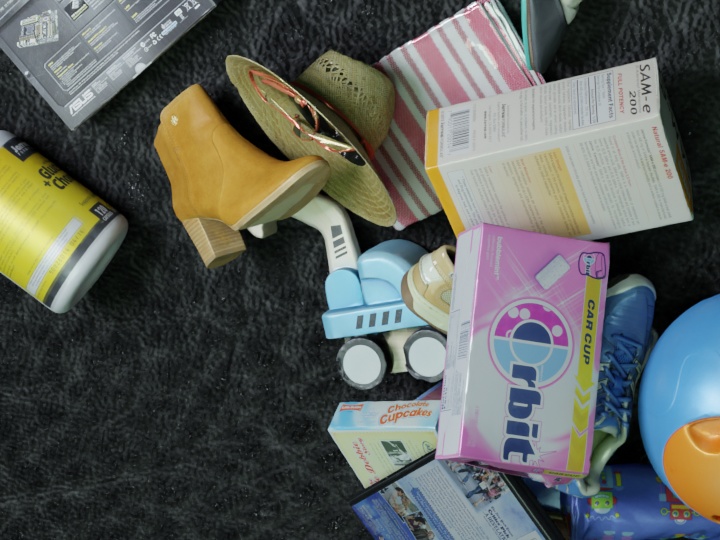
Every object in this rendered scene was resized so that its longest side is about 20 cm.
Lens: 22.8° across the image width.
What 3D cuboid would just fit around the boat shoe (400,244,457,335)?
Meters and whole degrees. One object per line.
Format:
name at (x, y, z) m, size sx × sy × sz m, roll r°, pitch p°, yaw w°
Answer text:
boat shoe at (0.133, 0.040, 1.528) m, size 0.199 × 0.072 × 0.076 m, roll 26°, pitch 131°, yaw -23°

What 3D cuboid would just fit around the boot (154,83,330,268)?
boot at (-0.114, -0.102, 1.560) m, size 0.201 × 0.070 × 0.145 m, roll -35°, pitch 75°, yaw 48°

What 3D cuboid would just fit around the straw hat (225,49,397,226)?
straw hat at (-0.015, -0.137, 1.510) m, size 0.201 × 0.201 × 0.085 m, roll 43°, pitch 77°, yaw -4°

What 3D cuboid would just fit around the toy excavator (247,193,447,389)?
toy excavator at (0.000, 0.000, 1.609) m, size 0.193 × 0.100 × 0.202 m, roll -8°, pitch 97°, yaw 22°

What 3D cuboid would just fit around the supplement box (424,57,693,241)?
supplement box at (0.166, -0.088, 1.483) m, size 0.198 × 0.074 × 0.126 m, roll -11°, pitch 135°, yaw 16°

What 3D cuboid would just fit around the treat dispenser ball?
treat dispenser ball at (0.330, 0.115, 1.480) m, size 0.199 × 0.201 × 0.202 m, roll 7°, pitch 115°, yaw 15°

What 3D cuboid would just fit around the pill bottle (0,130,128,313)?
pill bottle at (-0.324, -0.059, 1.662) m, size 0.199 × 0.112 × 0.112 m, roll 36°, pitch 119°, yaw -1°

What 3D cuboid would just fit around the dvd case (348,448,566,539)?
dvd case at (0.086, 0.227, 1.577) m, size 0.143 × 0.018 × 0.200 m, roll 54°, pitch 138°, yaw 1°

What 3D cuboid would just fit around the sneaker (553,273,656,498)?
sneaker at (0.209, 0.100, 1.513) m, size 0.075 × 0.077 × 0.201 m, roll 12°, pitch 104°, yaw -29°

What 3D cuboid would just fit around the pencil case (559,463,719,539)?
pencil case at (0.275, 0.208, 1.587) m, size 0.198 × 0.087 × 0.079 m, roll 0°, pitch 75°, yaw -2°

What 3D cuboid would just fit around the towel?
towel at (0.071, -0.134, 1.553) m, size 0.199 × 0.030 × 0.147 m, roll -27°, pitch 104°, yaw 27°

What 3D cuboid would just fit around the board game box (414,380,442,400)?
board game box at (0.102, 0.185, 1.675) m, size 0.200 × 0.039 × 0.158 m, roll -37°, pitch 98°, yaw 27°

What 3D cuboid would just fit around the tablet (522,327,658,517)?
tablet at (0.169, 0.113, 1.613) m, size 0.129 × 0.014 × 0.201 m, roll 27°, pitch 104°, yaw 2°

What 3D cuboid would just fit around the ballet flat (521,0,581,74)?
ballet flat at (0.154, -0.259, 1.447) m, size 0.072 × 0.073 × 0.202 m, roll -5°, pitch 108°, yaw 19°

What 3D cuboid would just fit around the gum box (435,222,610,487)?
gum box at (0.131, 0.071, 1.453) m, size 0.113 × 0.066 × 0.202 m, roll 9°, pitch 80°, yaw -14°

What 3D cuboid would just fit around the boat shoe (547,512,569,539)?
boat shoe at (0.220, 0.294, 1.643) m, size 0.200 × 0.068 × 0.072 m, roll 39°, pitch 121°, yaw -22°

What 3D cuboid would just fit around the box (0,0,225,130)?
box at (-0.236, -0.245, 1.587) m, size 0.200 × 0.048 × 0.159 m, roll -37°, pitch 98°, yaw 27°

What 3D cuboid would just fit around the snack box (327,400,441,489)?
snack box at (0.064, 0.199, 1.639) m, size 0.115 × 0.037 × 0.201 m, roll -4°, pitch 132°, yaw 33°
